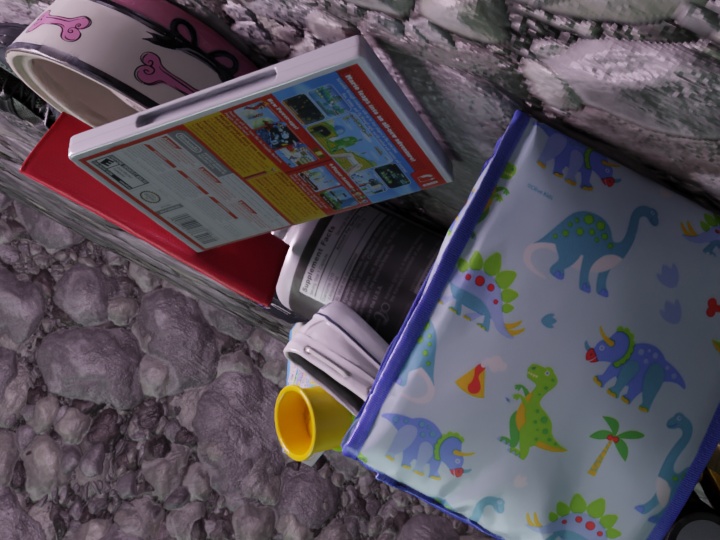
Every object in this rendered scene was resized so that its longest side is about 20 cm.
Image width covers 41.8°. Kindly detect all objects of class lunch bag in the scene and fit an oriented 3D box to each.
[{"bbox_3d":[0.106,0.049,0.512,0.169,0.201,0.127,26,169,4],"label":"lunch bag"}]

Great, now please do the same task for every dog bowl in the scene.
[{"bbox_3d":[-0.145,-0.128,0.673,0.199,0.074,0.200,27,170,5],"label":"dog bowl"}]

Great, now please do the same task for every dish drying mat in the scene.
[{"bbox_3d":[-0.147,-0.044,0.701,0.199,0.077,0.018,31,126,-13],"label":"dish drying mat"}]

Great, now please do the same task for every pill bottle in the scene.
[{"bbox_3d":[0.000,0.000,0.795,0.199,0.115,0.114,26,170,12],"label":"pill bottle"}]

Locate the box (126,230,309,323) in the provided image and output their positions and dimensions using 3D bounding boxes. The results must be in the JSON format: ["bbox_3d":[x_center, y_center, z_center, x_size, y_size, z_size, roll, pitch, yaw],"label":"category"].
[{"bbox_3d":[-0.118,-0.041,0.930,0.199,0.107,0.122,31,169,-11],"label":"box"}]

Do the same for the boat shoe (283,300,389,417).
[{"bbox_3d":[0.024,0.112,0.708,0.200,0.065,0.074,42,158,21],"label":"boat shoe"}]

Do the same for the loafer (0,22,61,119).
[{"bbox_3d":[-0.238,-0.146,0.821,0.199,0.071,0.068,29,160,-6],"label":"loafer"}]

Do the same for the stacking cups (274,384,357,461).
[{"bbox_3d":[0.025,0.111,0.799,0.199,0.061,0.060,-7,-166,-38],"label":"stacking cups"}]

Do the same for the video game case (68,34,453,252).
[{"bbox_3d":[-0.058,-0.069,0.589,0.198,0.018,0.143,-14,151,22],"label":"video game case"}]

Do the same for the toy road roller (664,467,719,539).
[{"bbox_3d":[0.284,0.143,0.786,0.201,0.145,0.123,64,-175,2],"label":"toy road roller"}]

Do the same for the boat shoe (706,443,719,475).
[{"bbox_3d":[0.222,0.064,0.656,0.200,0.066,0.074,46,166,-18],"label":"boat shoe"}]

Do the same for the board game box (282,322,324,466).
[{"bbox_3d":[-0.023,0.075,0.917,0.034,0.135,0.201,30,-156,-17],"label":"board game box"}]

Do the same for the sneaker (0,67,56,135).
[{"bbox_3d":[-0.300,-0.170,0.885,0.114,0.077,0.199,20,170,31],"label":"sneaker"}]
